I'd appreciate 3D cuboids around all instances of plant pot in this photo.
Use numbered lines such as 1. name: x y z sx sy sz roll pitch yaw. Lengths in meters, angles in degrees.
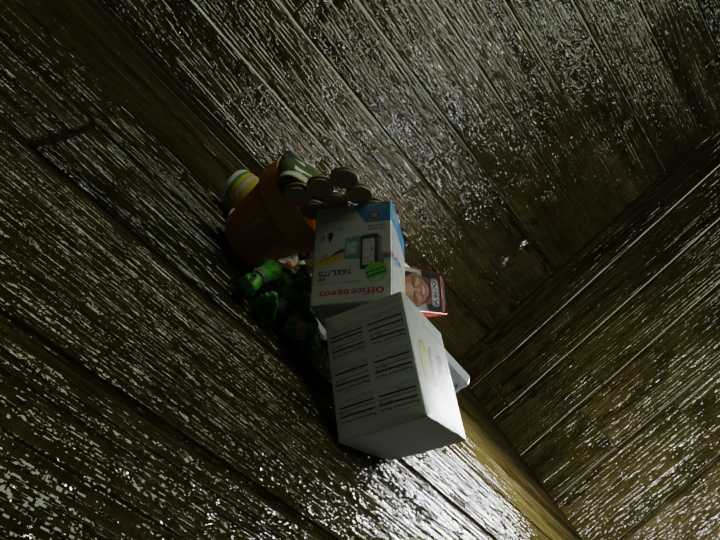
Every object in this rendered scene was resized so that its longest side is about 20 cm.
1. plant pot: -0.175 -0.104 1.097 0.200 0.182 0.201 49 22 -28

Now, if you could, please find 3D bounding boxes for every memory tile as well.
1. memory tile: -0.032 -0.116 0.972 0.200 0.152 0.017 39 43 -48

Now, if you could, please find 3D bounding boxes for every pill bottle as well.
1. pill bottle: -0.238 -0.154 1.301 0.199 0.113 0.113 34 2 9

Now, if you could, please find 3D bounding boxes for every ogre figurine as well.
1. ogre figurine: -0.135 0.054 0.938 0.199 0.098 0.120 29 30 -23

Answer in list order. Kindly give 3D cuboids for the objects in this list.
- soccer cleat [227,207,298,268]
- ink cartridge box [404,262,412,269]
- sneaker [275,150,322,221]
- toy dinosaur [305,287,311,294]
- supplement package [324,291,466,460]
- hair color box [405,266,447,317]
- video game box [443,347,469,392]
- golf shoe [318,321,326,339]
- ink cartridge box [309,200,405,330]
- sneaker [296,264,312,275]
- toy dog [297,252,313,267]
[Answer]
1. soccer cleat: -0.236 -0.069 1.243 0.200 0.070 0.077 40 -22 -18
2. ink cartridge box: 0.007 0.045 1.324 0.145 0.145 0.200 39 -38 8
3. sneaker: -0.085 -0.158 1.014 0.200 0.067 0.091 35 37 -44
4. toy dinosaur: -0.136 0.045 1.202 0.199 0.061 0.106 22 -1 21
5. supplement package: 0.057 0.179 0.857 0.191 0.146 0.202 43 31 -52
6. hair color box: 0.124 0.052 1.218 0.199 0.061 0.103 8 74 -50
7. video game box: 0.130 0.239 1.260 0.200 0.182 0.047 48 25 -1
8. golf shoe: -0.016 0.117 1.116 0.199 0.076 0.091 -10 35 -40
9. ink cartridge box: 0.001 0.003 0.959 0.146 0.145 0.202 65 22 -58
10. sneaker: -0.139 0.024 1.365 0.079 0.076 0.200 34 -3 5
11. toy dog: -0.169 -0.084 1.413 0.199 0.138 0.196 16 -64 59
